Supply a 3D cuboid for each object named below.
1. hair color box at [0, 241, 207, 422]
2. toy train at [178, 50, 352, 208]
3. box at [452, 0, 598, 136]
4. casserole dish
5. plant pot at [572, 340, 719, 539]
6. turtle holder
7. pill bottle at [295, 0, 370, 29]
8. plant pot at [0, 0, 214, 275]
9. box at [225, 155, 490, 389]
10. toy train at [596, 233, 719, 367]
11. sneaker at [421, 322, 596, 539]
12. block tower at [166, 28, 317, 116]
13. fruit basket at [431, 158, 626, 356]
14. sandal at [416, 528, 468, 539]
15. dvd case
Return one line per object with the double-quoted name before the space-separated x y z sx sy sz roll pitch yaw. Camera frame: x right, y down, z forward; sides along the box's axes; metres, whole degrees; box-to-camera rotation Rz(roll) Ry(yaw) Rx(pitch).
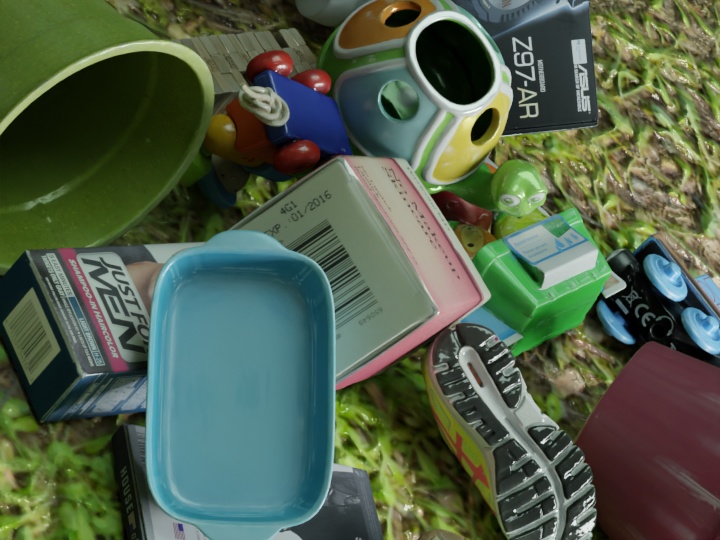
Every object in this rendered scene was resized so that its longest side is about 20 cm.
"hair color box" -0.141 0.037 1.577 0.199 0.061 0.100 -3 58 -46
"toy train" -0.091 -0.096 1.654 0.200 0.115 0.085 16 54 -67
"box" 0.110 -0.208 1.902 0.159 0.043 0.202 -6 93 -32
"casserole dish" -0.078 0.076 1.507 0.120 0.039 0.202 2 78 -8
"plant pot" 0.254 0.154 1.749 0.178 0.201 0.200 35 35 13
"turtle holder" 0.050 -0.119 1.760 0.140 0.132 0.187 -11 82 -25
"pill bottle" 0.049 -0.216 1.956 0.199 0.112 0.113 18 44 -31
"plant pot" -0.230 -0.134 1.572 0.199 0.201 0.190 -8 48 -47
"box" 0.000 0.000 1.636 0.128 0.109 0.200 57 13 5
"toy train" 0.276 0.061 1.938 0.200 0.087 0.114 52 28 14
"sneaker" 0.105 0.128 1.715 0.078 0.090 0.201 -27 95 -16
"block tower" -0.109 -0.141 1.783 0.199 0.054 0.058 -14 64 -50
"fruit basket" 0.091 -0.032 1.837 0.185 0.094 0.200 -21 64 -46
"sandal" 0.089 0.265 1.592 0.200 0.054 0.080 51 40 -16
"dvd case" -0.064 0.182 1.542 0.199 0.025 0.151 14 47 -34
